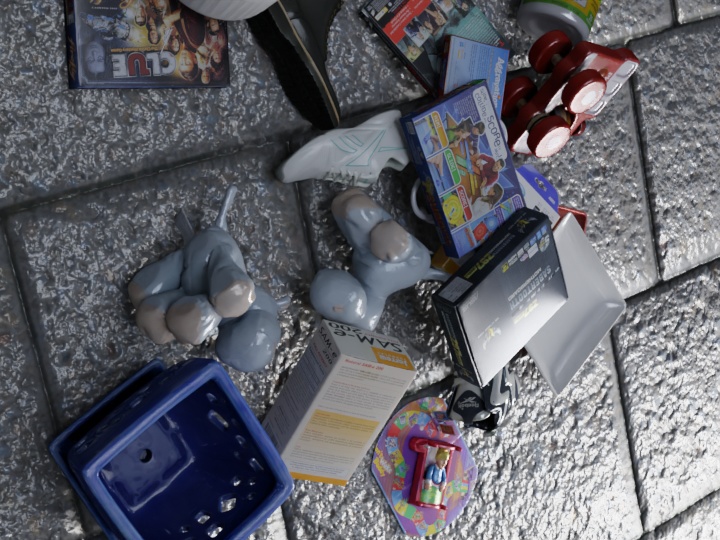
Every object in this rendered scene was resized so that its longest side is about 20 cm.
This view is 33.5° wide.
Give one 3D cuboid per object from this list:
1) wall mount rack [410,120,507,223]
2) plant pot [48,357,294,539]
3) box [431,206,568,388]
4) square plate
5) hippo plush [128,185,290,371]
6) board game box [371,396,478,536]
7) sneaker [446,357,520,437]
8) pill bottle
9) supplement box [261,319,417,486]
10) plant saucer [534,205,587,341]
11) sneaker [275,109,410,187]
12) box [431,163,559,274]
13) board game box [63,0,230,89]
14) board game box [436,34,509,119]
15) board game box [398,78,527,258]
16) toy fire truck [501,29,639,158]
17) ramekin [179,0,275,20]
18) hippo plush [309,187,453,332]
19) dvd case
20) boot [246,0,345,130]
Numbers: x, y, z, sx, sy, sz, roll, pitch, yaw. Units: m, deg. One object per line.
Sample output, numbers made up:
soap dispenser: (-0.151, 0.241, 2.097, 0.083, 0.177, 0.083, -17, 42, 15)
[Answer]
wall mount rack: (0.109, -0.169, 1.668, 0.200, 0.074, 0.175, -42, 119, -25)
plant pot: (-0.229, 0.226, 1.388, 0.200, 0.179, 0.202, -41, 115, -26)
box: (0.194, 0.036, 1.627, 0.200, 0.051, 0.159, -41, 133, -23)
square plate: (0.299, 0.050, 1.798, 0.200, 0.028, 0.199, -48, 117, -23)
hippo plush: (-0.178, 0.043, 1.451, 0.158, 0.201, 0.161, -23, 134, 9)
board game box: (0.104, 0.286, 1.712, 0.157, 0.039, 0.202, -37, 113, -27)
sneaker: (0.158, 0.151, 1.696, 0.201, 0.078, 0.130, 67, 31, -30)
pill bottle: (0.313, -0.442, 1.765, 0.110, 0.110, 0.202, 29, 77, -33)
supplement box: (-0.034, 0.172, 1.534, 0.125, 0.074, 0.201, 16, 116, -35)
plant saucer: (0.249, -0.005, 1.797, 0.198, 0.037, 0.203, 10, 87, -35)
sneaker: (-0.016, -0.145, 1.562, 0.198, 0.070, 0.081, -22, 88, -25)
box: (0.198, -0.053, 1.697, 0.119, 0.041, 0.201, 41, 78, -29)
board game box: (-0.252, -0.285, 1.423, 0.198, 0.034, 0.138, -7, 98, -35)
board game box: (0.146, -0.210, 1.632, 0.102, 0.019, 0.203, 7, 91, -31)
board game box: (0.142, -0.137, 1.604, 0.134, 0.034, 0.202, -29, 110, -26)
toy fire truck: (0.304, -0.247, 1.749, 0.167, 0.113, 0.201, 4, 133, -46)
ramekin: (-0.159, -0.389, 1.413, 0.200, 0.094, 0.205, 12, 64, -26)
hippo plush: (0.000, 0.000, 1.580, 0.161, 0.159, 0.200, -50, 144, 3)
dvd case: (0.108, -0.327, 1.652, 0.200, 0.022, 0.146, 46, 67, -10)
boot: (-0.048, -0.299, 1.546, 0.138, 0.077, 0.202, -42, 116, -31)
